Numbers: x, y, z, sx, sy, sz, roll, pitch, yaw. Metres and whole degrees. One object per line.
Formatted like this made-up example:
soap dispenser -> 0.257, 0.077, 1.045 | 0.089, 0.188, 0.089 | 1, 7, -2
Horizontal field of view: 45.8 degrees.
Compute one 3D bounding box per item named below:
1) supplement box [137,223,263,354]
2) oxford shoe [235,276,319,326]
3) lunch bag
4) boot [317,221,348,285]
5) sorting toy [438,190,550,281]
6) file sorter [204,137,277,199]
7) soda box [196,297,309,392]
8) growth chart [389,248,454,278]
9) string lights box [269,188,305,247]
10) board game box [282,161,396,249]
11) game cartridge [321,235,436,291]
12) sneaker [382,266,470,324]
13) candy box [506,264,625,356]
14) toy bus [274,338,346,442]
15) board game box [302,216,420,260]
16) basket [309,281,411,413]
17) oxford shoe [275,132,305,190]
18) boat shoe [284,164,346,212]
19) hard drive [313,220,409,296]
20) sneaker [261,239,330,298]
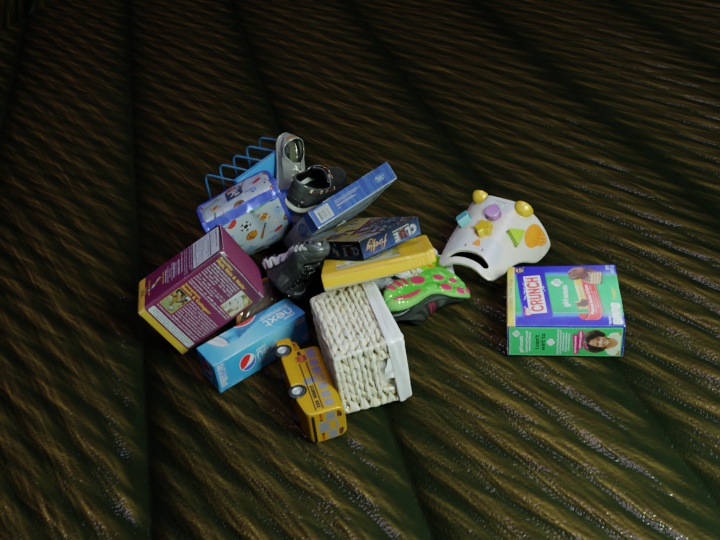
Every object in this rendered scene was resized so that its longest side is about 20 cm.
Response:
supplement box -> -0.295, 0.035, 1.569 | 0.198, 0.131, 0.104 | -33, 34, 9
oxford shoe -> -0.158, 0.052, 1.632 | 0.072, 0.072, 0.200 | 27, 51, 27
lunch bag -> -0.225, -0.105, 1.668 | 0.167, 0.126, 0.200 | -28, -5, -5
boot -> -0.027, -0.040, 1.717 | 0.074, 0.075, 0.201 | 1, 34, 29
sorting toy -> 0.244, -0.053, 1.668 | 0.197, 0.108, 0.181 | 17, 50, 32
file sorter -> -0.236, -0.197, 1.926 | 0.121, 0.141, 0.200 | 16, 42, 35
soda box -> -0.191, 0.132, 1.533 | 0.197, 0.065, 0.067 | -29, 40, -27
growth chart -> 0.101, -0.018, 1.647 | 0.196, 0.018, 0.146 | 12, 36, -23
string lights box -> -0.141, -0.119, 1.828 | 0.195, 0.105, 0.059 | -12, 32, -4
board game box -> -0.045, -0.120, 1.687 | 0.198, 0.044, 0.199 | -34, -2, -24
game cartridge -> 0.030, -0.017, 1.490 | 0.195, 0.033, 0.176 | -15, 11, 2
sneaker -> 0.115, 0.050, 1.567 | 0.196, 0.085, 0.078 | -8, 50, -31
candy box -> 0.353, 0.068, 1.492 | 0.195, 0.078, 0.171 | -2, 37, 11
toy bus -> -0.088, 0.193, 1.426 | 0.076, 0.066, 0.201 | -15, 36, -10
board game box -> -0.001, -0.059, 1.552 | 0.134, 0.035, 0.198 | -25, 15, -30
basket -> -0.003, 0.124, 1.442 | 0.121, 0.138, 0.201 | -16, 35, -8
oxford shoe -> -0.146, -0.201, 1.867 | 0.074, 0.206, 0.057 | -9, 5, -39
boat shoe -> -0.079, -0.176, 1.723 | 0.073, 0.064, 0.201 | 34, 31, 14
hard drive -> 0.000, 0.000, 1.635 | 0.199, 0.038, 0.139 | 37, 51, 17
sneaker -> -0.110, 0.001, 1.545 | 0.065, 0.093, 0.198 | -9, -6, -37
